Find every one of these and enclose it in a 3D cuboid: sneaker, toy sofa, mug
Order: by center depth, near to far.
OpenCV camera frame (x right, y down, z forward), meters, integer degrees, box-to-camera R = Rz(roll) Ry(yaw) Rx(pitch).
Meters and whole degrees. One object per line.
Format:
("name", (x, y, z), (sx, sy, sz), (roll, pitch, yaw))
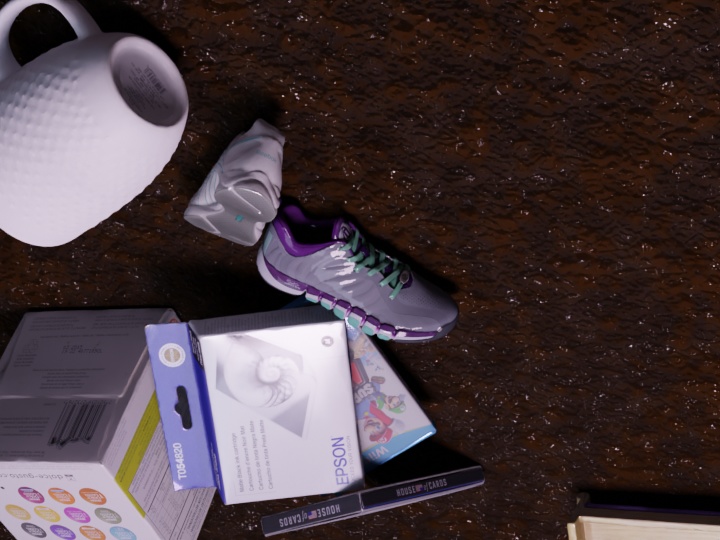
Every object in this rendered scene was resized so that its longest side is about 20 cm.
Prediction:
("mug", (-0.249, -0.145, 1.453), (0.174, 0.147, 0.201), (-28, 92, 36))
("sneaker", (-0.105, -0.076, 1.519), (0.070, 0.081, 0.200), (22, 163, -15))
("sneaker", (0.000, 0.000, 1.555), (0.198, 0.075, 0.088), (19, 138, 4))
("toy sofa", (0.320, 0.277, 1.748), (0.198, 0.098, 0.084), (0, 114, 26))

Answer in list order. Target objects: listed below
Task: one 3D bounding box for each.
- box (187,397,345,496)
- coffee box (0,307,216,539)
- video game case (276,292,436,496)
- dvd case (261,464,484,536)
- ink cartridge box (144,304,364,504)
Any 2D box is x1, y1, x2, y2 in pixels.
("box", (-0.077, 0.147, 1.760), (0.199, 0.083, 0.049), (34, 141, -17))
("coffee box", (-0.274, 0.181, 1.797), (0.197, 0.201, 0.199), (-1, 138, 27))
("video game case", (-0.035, 0.121, 1.686), (0.142, 0.018, 0.201), (-31, 114, 13))
("dvd case", (0.014, 0.243, 1.779), (0.149, 0.025, 0.199), (-21, 168, 41))
("ink cartridge box", (-0.102, 0.136, 1.659), (0.197, 0.041, 0.202), (-7, 117, 2))
